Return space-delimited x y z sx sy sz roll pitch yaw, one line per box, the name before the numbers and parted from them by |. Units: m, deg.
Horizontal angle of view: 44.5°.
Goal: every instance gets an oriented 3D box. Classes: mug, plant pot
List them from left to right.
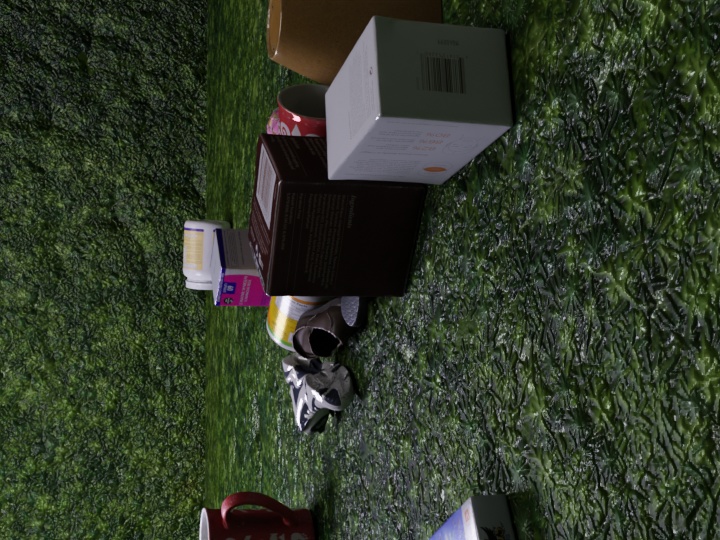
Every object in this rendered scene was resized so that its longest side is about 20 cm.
mug | -0.185 0.492 1.602 0.178 0.195 0.136 119 148 -55
mug | -0.077 -0.176 1.447 0.179 0.130 0.204 -109 23 -53
plant pot | -0.018 -0.312 1.141 0.186 0.195 0.192 -179 90 -72

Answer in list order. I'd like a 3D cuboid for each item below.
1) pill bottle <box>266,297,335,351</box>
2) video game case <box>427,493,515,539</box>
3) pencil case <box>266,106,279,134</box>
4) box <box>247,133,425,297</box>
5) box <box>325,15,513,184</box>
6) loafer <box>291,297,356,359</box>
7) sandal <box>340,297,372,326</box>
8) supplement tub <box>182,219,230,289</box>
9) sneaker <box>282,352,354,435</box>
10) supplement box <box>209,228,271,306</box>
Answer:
pill bottle | -0.094 0.034 1.510 0.202 0.108 0.113 108 156 -43
video game case | 0.115 0.357 0.914 0.201 0.044 0.185 114 152 -53
pencil case | -0.126 -0.267 1.690 0.084 0.086 0.200 -54 23 3
box | -0.040 -0.075 1.192 0.167 0.195 0.168 -118 33 -58
box | 0.055 -0.178 0.967 0.200 0.148 0.109 146 123 -69
loafer | -0.067 0.104 1.414 0.072 0.072 0.200 -59 9 -32
sandal | 0.000 -0.001 1.338 0.203 0.042 0.077 -93 22 -45
supplement tub | -0.470 -0.050 2.689 0.145 0.142 0.206 -161 74 -72
sneaker | -0.062 0.224 1.469 0.197 0.078 0.133 17 124 53
supplement box | -0.170 -0.005 1.616 0.102 0.195 0.105 108 155 -43
